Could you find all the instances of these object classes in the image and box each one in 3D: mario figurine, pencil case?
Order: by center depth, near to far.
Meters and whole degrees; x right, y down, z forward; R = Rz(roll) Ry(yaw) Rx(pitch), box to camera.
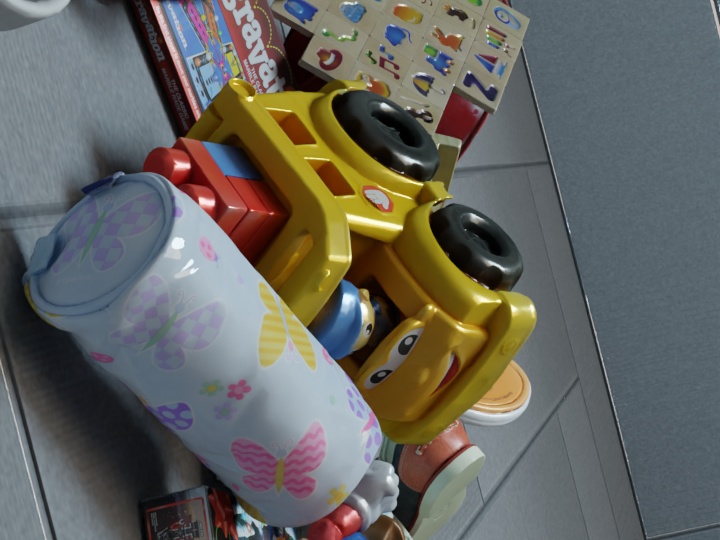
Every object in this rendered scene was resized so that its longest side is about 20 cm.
[{"bbox_3d":[-0.073,0.044,0.863,0.200,0.091,0.083,48,25,-39],"label":"pencil case"},{"bbox_3d":[0.014,0.175,0.940,0.123,0.106,0.200,42,2,6],"label":"mario figurine"}]

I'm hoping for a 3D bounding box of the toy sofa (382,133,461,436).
[{"bbox_3d":[0.000,0.000,1.151,0.083,0.097,0.200,103,0,-53],"label":"toy sofa"}]

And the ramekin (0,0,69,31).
[{"bbox_3d":[-0.188,-0.175,0.648,0.200,0.105,0.201,-14,90,-78],"label":"ramekin"}]

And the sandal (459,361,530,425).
[{"bbox_3d":[0.038,0.033,1.223,0.206,0.059,0.079,31,37,-13],"label":"sandal"}]

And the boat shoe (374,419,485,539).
[{"bbox_3d":[0.033,0.149,1.241,0.063,0.071,0.200,45,-26,14],"label":"boat shoe"}]

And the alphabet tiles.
[{"bbox_3d":[0.028,-0.166,1.234,0.167,0.008,0.200,30,39,-5],"label":"alphabet tiles"}]

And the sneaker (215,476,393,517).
[{"bbox_3d":[-0.017,0.113,1.082,0.082,0.074,0.200,-67,160,-7],"label":"sneaker"}]

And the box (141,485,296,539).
[{"bbox_3d":[-0.057,0.220,0.927,0.137,0.040,0.201,39,38,-68],"label":"box"}]

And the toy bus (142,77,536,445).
[{"bbox_3d":[-0.030,-0.008,0.969,0.192,0.136,0.200,4,43,-55],"label":"toy bus"}]

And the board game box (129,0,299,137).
[{"bbox_3d":[-0.085,-0.129,1.133,0.103,0.019,0.201,-46,125,-45],"label":"board game box"}]

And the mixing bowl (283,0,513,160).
[{"bbox_3d":[0.008,-0.151,1.347,0.108,0.200,0.201,30,38,-27],"label":"mixing bowl"}]

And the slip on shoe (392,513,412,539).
[{"bbox_3d":[0.017,0.248,1.185,0.061,0.074,0.201,-42,-116,60],"label":"slip on shoe"}]
